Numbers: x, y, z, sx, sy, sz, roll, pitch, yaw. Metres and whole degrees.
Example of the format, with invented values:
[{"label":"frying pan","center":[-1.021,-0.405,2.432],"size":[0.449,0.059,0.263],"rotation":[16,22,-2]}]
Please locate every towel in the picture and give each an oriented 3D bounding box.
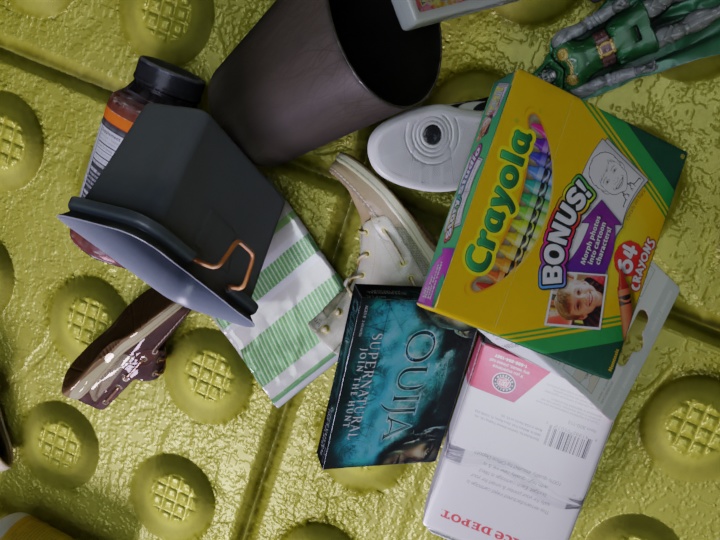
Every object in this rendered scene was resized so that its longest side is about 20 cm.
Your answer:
[{"label":"towel","center":[-0.095,0.027,0.830],"size":[0.151,0.023,0.202],"rotation":[-37,89,14]}]

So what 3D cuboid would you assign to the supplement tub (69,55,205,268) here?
[{"label":"supplement tub","center":[-0.224,-0.111,0.789],"size":[0.105,0.107,0.204],"rotation":[24,103,6]}]

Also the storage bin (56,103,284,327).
[{"label":"storage bin","center":[-0.152,-0.053,0.713],"size":[0.143,0.200,0.137],"rotation":[13,71,31]}]

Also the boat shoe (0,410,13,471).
[{"label":"boat shoe","center":[-0.459,0.145,0.905],"size":[0.063,0.072,0.206],"rotation":[-6,101,4]}]

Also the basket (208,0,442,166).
[{"label":"basket","center":[-0.042,-0.187,0.692],"size":[0.198,0.134,0.185],"rotation":[-22,54,44]}]

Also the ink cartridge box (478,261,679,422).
[{"label":"ink cartridge box","center":[0.191,0.018,0.722],"size":[0.199,0.047,0.161],"rotation":[40,70,-9]}]

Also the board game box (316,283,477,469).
[{"label":"board game box","center":[0.038,0.108,0.756],"size":[0.132,0.028,0.204],"rotation":[1,119,-21]}]

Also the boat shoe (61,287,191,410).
[{"label":"boat shoe","center":[-0.247,0.089,0.857],"size":[0.199,0.073,0.072],"rotation":[-41,121,13]}]

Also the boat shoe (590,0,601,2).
[{"label":"boat shoe","center":[0.183,-0.335,0.681],"size":[0.064,0.072,0.203],"rotation":[-33,86,31]}]

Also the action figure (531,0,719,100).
[{"label":"action figure","center":[0.247,-0.215,0.702],"size":[0.196,0.055,0.120],"rotation":[-25,97,19]}]

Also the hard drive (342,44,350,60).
[{"label":"hard drive","center":[-0.022,-0.312,0.751],"size":[0.131,0.026,0.201],"rotation":[-41,90,15]}]

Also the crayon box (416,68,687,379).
[{"label":"crayon box","center":[0.161,-0.036,0.641],"size":[0.169,0.058,0.205],"rotation":[20,88,-14]}]

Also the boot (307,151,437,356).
[{"label":"boot","center":[0.000,0.000,0.768],"size":[0.154,0.072,0.201],"rotation":[-41,95,5]}]

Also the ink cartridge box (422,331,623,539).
[{"label":"ink cartridge box","center":[0.159,0.179,0.772],"size":[0.143,0.083,0.205],"rotation":[18,103,7]}]

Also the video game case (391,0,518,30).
[{"label":"video game case","center":[0.064,-0.324,0.665],"size":[0.023,0.180,0.204],"rotation":[-15,99,51]}]

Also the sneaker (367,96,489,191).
[{"label":"sneaker","center":[0.092,-0.120,0.709],"size":[0.195,0.112,0.075],"rotation":[-11,102,-12]}]

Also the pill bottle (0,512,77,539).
[{"label":"pill bottle","center":[-0.393,0.360,0.905],"size":[0.196,0.112,0.114],"rotation":[25,104,6]}]
